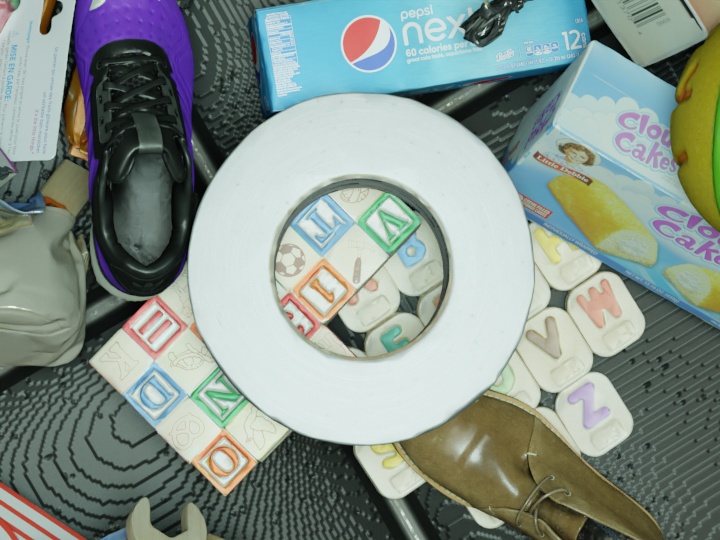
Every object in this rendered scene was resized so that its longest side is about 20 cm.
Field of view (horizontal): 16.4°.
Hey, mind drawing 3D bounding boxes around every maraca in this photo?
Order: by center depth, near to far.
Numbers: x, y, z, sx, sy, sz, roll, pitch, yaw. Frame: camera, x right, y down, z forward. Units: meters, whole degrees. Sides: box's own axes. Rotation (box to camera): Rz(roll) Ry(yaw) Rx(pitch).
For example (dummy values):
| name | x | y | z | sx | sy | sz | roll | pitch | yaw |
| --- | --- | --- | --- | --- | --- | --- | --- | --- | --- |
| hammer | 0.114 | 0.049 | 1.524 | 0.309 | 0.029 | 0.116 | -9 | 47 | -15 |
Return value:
| name | x | y | z | sx | sy | sz | roll | pitch | yaw |
| --- | --- | --- | --- | --- | --- | --- | --- | --- | --- |
| maraca | 0.237 | -0.099 | 1.409 | 0.106 | 0.138 | 0.201 | 7 | 50 | 27 |

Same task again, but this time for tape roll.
| name | x | y | z | sx | sy | sz | roll | pitch | yaw |
| --- | --- | --- | --- | --- | --- | --- | --- | --- | --- |
| tape roll | 0.000 | 0.000 | 1.438 | 0.199 | 0.066 | 0.202 | 0 | 86 | -1 |

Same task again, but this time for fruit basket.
| name | x | y | z | sx | sy | sz | roll | pitch | yaw |
| --- | --- | --- | --- | --- | --- | --- | --- | --- | --- |
| fruit basket | -0.255 | -0.139 | 1.430 | 0.198 | 0.094 | 0.186 | -1 | 66 | 9 |

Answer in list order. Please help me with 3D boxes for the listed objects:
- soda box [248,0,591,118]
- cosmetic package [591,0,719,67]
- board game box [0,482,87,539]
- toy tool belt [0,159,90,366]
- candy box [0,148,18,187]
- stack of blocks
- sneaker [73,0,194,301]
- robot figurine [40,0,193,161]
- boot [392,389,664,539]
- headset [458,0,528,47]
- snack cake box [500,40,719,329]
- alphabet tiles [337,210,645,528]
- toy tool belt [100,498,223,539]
| name | x | y | z | sx | sy | sz | roll | pitch | yaw |
| --- | --- | --- | --- | --- | --- | --- | --- | --- | --- |
| soda box | 0.035 | -0.139 | 1.506 | 0.199 | 0.068 | 0.065 | -9 | 91 | -6 |
| cosmetic package | 0.223 | -0.223 | 1.485 | 0.200 | 0.087 | 0.104 | -41 | 99 | -24 |
| board game box | -0.269 | 0.169 | 1.446 | 0.199 | 0.152 | 0.046 | 34 | 132 | -7 |
| toy tool belt | -0.255 | -0.015 | 1.465 | 0.198 | 0.125 | 0.124 | 4 | 65 | -7 |
| candy box | -0.305 | -0.044 | 1.348 | 0.200 | 0.061 | 0.137 | -37 | 91 | 11 |
| stack of blocks | -0.052 | 0.024 | 1.498 | 0.115 | 0.059 | 0.200 | 43 | 87 | 2 |
| sneaker | -0.123 | -0.083 | 1.416 | 0.069 | 0.100 | 0.202 | -5 | 91 | -8 |
| robot figurine | -0.163 | -0.170 | 1.487 | 0.144 | 0.058 | 0.201 | 17 | 90 | -10 |
| boot | 0.107 | 0.131 | 1.512 | 0.199 | 0.075 | 0.074 | 32 | 94 | -10 |
| headset | 0.053 | -0.225 | 1.461 | 0.094 | 0.123 | 0.200 | -45 | 55 | 19 |
| snack cake box | 0.190 | -0.042 | 1.498 | 0.199 | 0.115 | 0.067 | 30 | 66 | -6 |
| alphabet tiles | 0.073 | 0.051 | 1.544 | 0.199 | 0.015 | 0.196 | -33 | 95 | -4 |
| toy tool belt | -0.113 | 0.197 | 1.451 | 0.124 | 0.123 | 0.200 | -23 | 128 | 33 |
